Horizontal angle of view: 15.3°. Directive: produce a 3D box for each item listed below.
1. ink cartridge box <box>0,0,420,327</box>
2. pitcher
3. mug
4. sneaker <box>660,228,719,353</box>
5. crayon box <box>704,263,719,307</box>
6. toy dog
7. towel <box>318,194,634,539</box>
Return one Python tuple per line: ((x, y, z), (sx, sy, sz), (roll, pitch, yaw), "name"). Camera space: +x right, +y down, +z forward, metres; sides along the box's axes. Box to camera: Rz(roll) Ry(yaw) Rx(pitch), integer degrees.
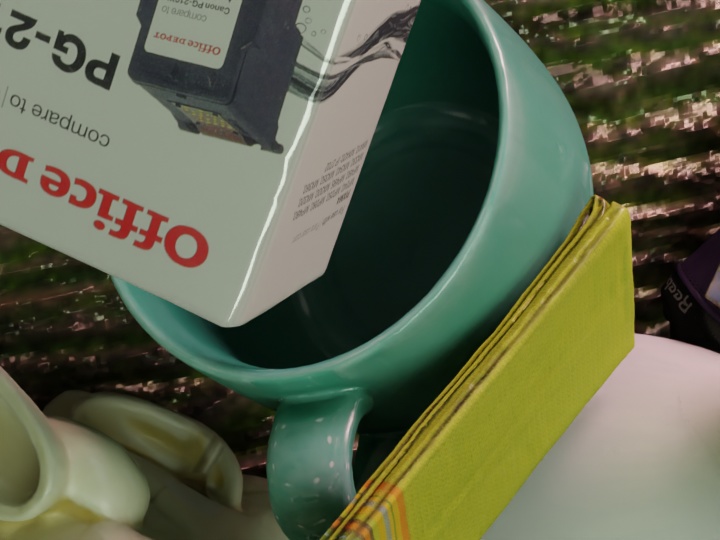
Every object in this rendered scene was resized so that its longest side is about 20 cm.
((-0.055, -0.104, 0.784), (0.144, 0.084, 0.201), (24, 108, 11), "ink cartridge box")
((0.118, 0.103, 0.959), (0.121, 0.199, 0.173), (-20, 94, -41), "pitcher")
((-0.005, -0.009, 0.903), (0.186, 0.152, 0.114), (-60, 150, -2), "mug")
((0.193, 0.053, 1.059), (0.087, 0.076, 0.200), (-37, 113, 13), "sneaker")
((0.221, -0.048, 0.977), (0.125, 0.051, 0.201), (32, 77, -28), "crayon box")
((-0.068, 0.114, 0.937), (0.200, 0.193, 0.140), (13, 98, -58), "toy dog")
((0.025, 0.069, 0.848), (0.200, 0.018, 0.086), (-49, 154, -24), "towel")
